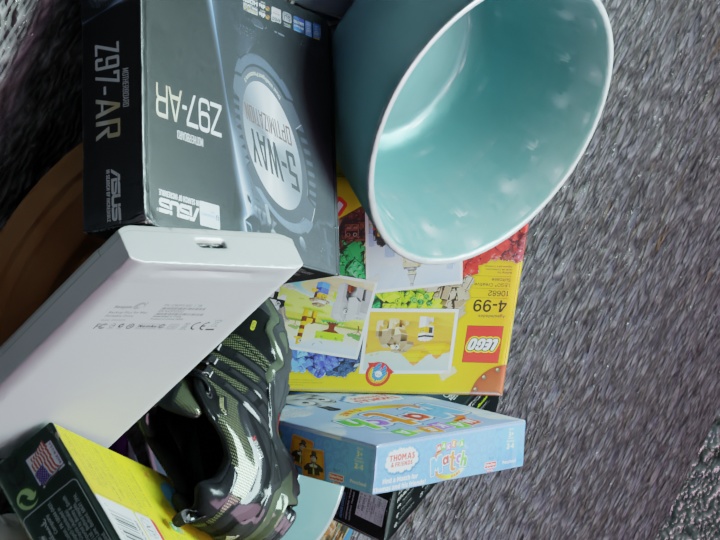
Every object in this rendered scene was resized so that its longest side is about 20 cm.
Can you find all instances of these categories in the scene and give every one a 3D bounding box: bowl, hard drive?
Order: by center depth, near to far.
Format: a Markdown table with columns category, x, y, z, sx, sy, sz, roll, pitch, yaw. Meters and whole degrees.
| category | x | y | z | sx | sy | sz | roll | pitch | yaw |
| --- | --- | --- | --- | --- | --- | --- | --- | --- | --- |
| hard drive | -0.141 | 0.043 | 1.483 | 0.132 | 0.026 | 0.200 | 2 | 145 | -47 |
| bowl | 0.051 | -0.115 | 1.641 | 0.200 | 0.105 | 0.201 | -27 | 136 | -29 |

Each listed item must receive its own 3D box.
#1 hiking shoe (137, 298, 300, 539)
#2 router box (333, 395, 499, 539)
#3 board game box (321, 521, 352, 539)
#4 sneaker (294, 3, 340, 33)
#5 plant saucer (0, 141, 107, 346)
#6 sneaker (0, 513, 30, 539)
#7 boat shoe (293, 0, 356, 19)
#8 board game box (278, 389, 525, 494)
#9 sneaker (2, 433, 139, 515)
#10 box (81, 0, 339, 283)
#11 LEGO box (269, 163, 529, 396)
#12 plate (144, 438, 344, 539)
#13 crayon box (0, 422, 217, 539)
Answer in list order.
| category | x | y | z | sx | sy | sz | roll | pitch | yaw |
| --- | --- | --- | --- | --- | --- | --- | --- | --- | --- |
| hiking shoe | -0.093 | 0.071 | 1.616 | 0.101 | 0.076 | 0.201 | 28 | 42 | -52 |
| router box | 0.002 | 0.102 | 1.980 | 0.200 | 0.149 | 0.062 | -46 | 152 | -49 |
| board game box | -0.051 | 0.209 | 2.128 | 0.200 | 0.045 | 0.152 | -60 | 160 | -19 |
| sneaker | -0.082 | -0.102 | 1.652 | 0.200 | 0.072 | 0.072 | -36 | 152 | -32 |
| plant saucer | -0.149 | 0.000 | 1.546 | 0.200 | 0.037 | 0.200 | -42 | 155 | -25 |
| sneaker | -0.215 | 0.171 | 1.526 | 0.200 | 0.073 | 0.071 | 46 | 41 | -42 |
| boat shoe | -0.029 | -0.206 | 1.649 | 0.202 | 0.086 | 0.075 | 22 | 100 | -49 |
| board game box | -0.017 | 0.102 | 1.712 | 0.151 | 0.200 | 0.037 | -5 | 104 | -49 |
| sneaker | -0.208 | 0.159 | 1.633 | 0.200 | 0.074 | 0.088 | -30 | 105 | -48 |
| box | -0.084 | -0.086 | 1.508 | 0.200 | 0.043 | 0.161 | 17 | 68 | -57 |
| LEGO box | 0.000 | 0.000 | 1.746 | 0.077 | 0.199 | 0.150 | -132 | -133 | -65 |
| plate | -0.083 | 0.107 | 1.807 | 0.200 | 0.026 | 0.201 | 17 | 67 | -45 |
| crayon box | -0.123 | 0.174 | 1.561 | 0.051 | 0.127 | 0.200 | -40 | 150 | 9 |
